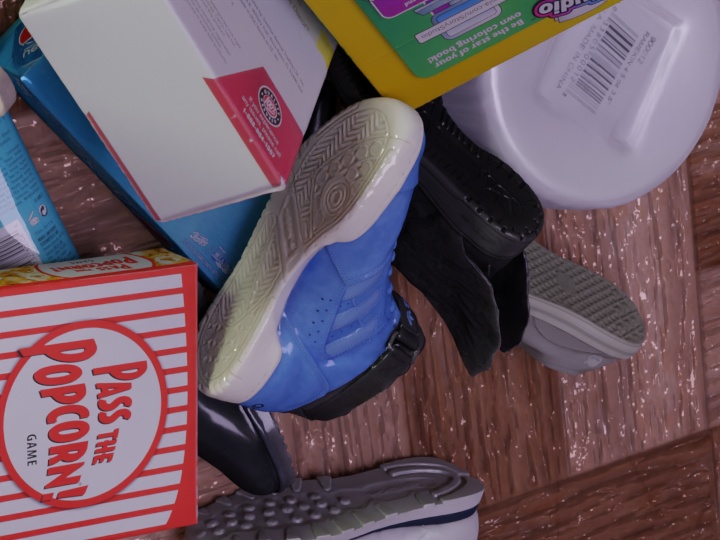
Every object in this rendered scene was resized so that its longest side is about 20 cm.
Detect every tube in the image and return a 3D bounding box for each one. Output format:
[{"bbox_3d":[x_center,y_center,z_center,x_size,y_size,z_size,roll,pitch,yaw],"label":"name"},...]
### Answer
[{"bbox_3d":[-0.216,-0.069,1.406,0.077,0.050,0.200,-33,112,-17],"label":"tube"}]

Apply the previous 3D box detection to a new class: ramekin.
[{"bbox_3d":[0.119,-0.129,1.522,0.200,0.098,0.201,-6,102,-31],"label":"ramekin"}]

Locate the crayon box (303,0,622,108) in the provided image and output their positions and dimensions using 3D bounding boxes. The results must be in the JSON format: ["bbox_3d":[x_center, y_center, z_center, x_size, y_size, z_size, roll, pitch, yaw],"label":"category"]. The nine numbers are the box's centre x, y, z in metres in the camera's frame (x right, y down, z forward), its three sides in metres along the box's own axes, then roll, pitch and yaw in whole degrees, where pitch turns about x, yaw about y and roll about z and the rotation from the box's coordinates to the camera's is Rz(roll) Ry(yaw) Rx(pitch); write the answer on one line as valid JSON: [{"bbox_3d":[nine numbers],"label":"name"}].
[{"bbox_3d":[0.065,-0.186,1.343,0.200,0.058,0.173,-26,144,13],"label":"crayon box"}]

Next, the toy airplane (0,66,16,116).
[{"bbox_3d":[-0.280,-0.100,1.255,0.199,0.200,0.142,28,70,-19],"label":"toy airplane"}]

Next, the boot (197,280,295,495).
[{"bbox_3d":[-0.154,0.109,1.480,0.200,0.066,0.165,-35,111,-18],"label":"boot"}]

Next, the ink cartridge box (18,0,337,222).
[{"bbox_3d":[-0.083,-0.147,1.365,0.145,0.083,0.200,57,32,-30],"label":"ink cartridge box"}]

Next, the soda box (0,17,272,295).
[{"bbox_3d":[-0.115,-0.070,1.447,0.068,0.064,0.200,-47,122,-8],"label":"soda box"}]

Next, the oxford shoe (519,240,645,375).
[{"bbox_3d":[0.087,0.009,1.583,0.200,0.075,0.058,31,129,-27],"label":"oxford shoe"}]

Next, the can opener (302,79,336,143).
[{"bbox_3d":[-0.021,-0.013,1.528,0.063,0.079,0.201,3,104,11],"label":"can opener"}]

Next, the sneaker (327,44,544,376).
[{"bbox_3d":[0.033,-0.043,1.476,0.200,0.104,0.060,48,52,7],"label":"sneaker"}]

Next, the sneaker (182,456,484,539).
[{"bbox_3d":[-0.014,0.172,1.576,0.199,0.076,0.081,-5,117,-26],"label":"sneaker"}]

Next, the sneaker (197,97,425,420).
[{"bbox_3d":[-0.001,-0.001,1.440,0.111,0.077,0.200,19,111,-38],"label":"sneaker"}]

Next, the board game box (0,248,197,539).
[{"bbox_3d":[-0.183,0.075,1.386,0.199,0.046,0.152,-9,107,-32],"label":"board game box"}]
